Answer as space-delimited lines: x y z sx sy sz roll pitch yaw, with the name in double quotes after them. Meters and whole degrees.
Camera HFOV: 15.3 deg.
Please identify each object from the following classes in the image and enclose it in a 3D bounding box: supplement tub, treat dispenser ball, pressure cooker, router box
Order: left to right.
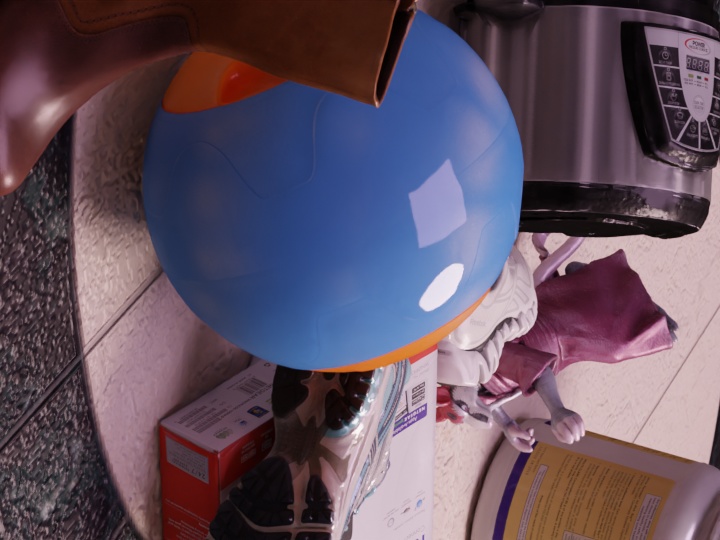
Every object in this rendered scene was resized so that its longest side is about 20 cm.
-0.034 0.131 1.607 0.200 0.049 0.180 -32 133 -41 "router box"
-0.014 -0.047 1.404 0.201 0.200 0.202 -45 142 -50 "treat dispenser ball"
0.145 -0.125 1.740 0.176 0.178 0.201 128 -34 -83 "pressure cooker"
0.199 0.204 2.033 0.145 0.199 0.146 -44 142 -49 "supplement tub"

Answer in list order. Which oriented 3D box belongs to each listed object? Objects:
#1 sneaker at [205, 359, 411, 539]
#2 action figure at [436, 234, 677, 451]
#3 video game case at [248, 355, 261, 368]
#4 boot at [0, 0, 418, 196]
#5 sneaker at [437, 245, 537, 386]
-0.020 0.124 1.510 0.086 0.077 0.201 24 89 -60 "sneaker"
0.120 0.048 1.871 0.200 0.134 0.149 -22 90 -30 "action figure"
0.000 0.000 1.688 0.182 0.023 0.201 38 68 -65 "video game case"
-0.075 -0.099 1.234 0.189 0.199 0.069 -64 154 -25 "boot"
0.078 0.008 1.773 0.200 0.075 0.081 -57 155 -68 "sneaker"
